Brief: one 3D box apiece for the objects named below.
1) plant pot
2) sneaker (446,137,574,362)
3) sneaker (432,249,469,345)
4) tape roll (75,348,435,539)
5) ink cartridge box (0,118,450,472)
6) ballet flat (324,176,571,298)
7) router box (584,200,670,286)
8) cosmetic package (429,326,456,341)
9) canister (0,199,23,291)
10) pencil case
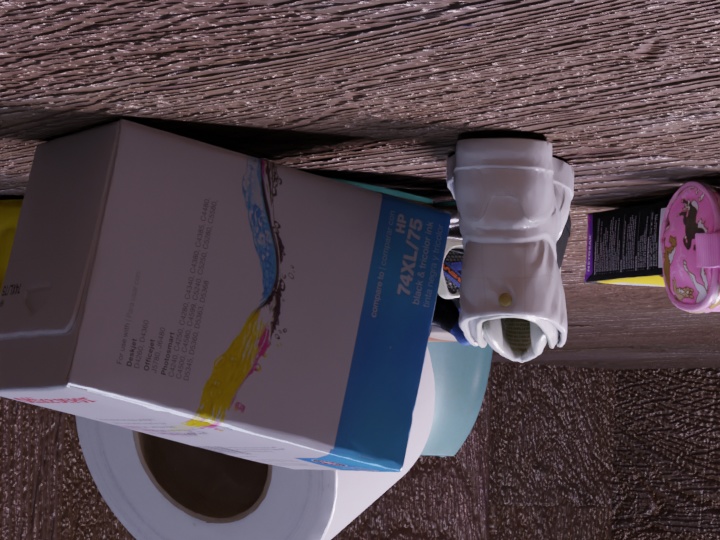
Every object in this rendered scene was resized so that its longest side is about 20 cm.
[{"bbox_3d":[0.026,0.087,2.547,0.199,0.162,0.201,2,175,0],"label":"plant pot"},{"bbox_3d":[0.081,-0.007,1.549,0.073,0.116,0.200,-1,177,9],"label":"sneaker"},{"bbox_3d":[0.000,0.000,1.765,0.199,0.079,0.075,6,151,-8],"label":"sneaker"},{"bbox_3d":[-0.069,0.088,1.848,0.202,0.204,0.139,-1,-159,31],"label":"tape roll"},{"bbox_3d":[-0.080,0.018,1.532,0.199,0.147,0.147,15,171,-24],"label":"ink cartridge box"},{"bbox_3d":[0.041,-0.019,1.718,0.199,0.069,0.068,4,174,-22],"label":"ballet flat"},{"bbox_3d":[0.262,-0.013,1.797,0.199,0.051,0.149,3,177,-17],"label":"router box"},{"bbox_3d":[0.028,0.005,1.913,0.199,0.088,0.103,-1,176,33],"label":"cosmetic package"},{"bbox_3d":[-0.186,0.001,1.977,0.148,0.087,0.200,2,175,10],"label":"canister"},{"bbox_3d":[0.275,-0.008,1.673,0.199,0.083,0.087,4,148,-19],"label":"pencil case"}]
